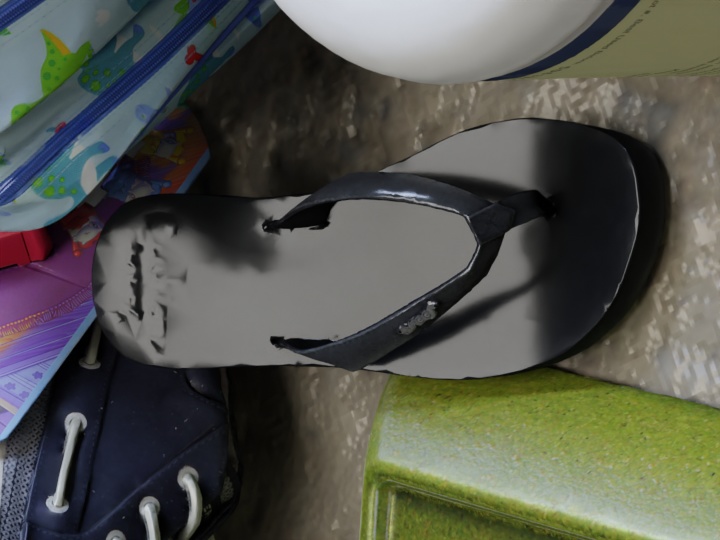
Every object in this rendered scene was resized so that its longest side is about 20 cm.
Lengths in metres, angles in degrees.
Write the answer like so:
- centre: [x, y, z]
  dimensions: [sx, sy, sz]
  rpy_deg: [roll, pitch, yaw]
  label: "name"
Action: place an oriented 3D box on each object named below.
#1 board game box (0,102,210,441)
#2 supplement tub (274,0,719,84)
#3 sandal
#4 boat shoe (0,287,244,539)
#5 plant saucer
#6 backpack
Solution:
- centre: [-0.152, -0.028, 0.952]
  dimensions: [0.158, 0.200, 0.039]
  rpy_deg: [19, 145, 22]
  label: "board game box"
- centre: [0.077, -0.119, 0.700]
  dimensions: [0.145, 0.200, 0.145]
  rpy_deg: [4, 96, 45]
  label: "supplement tub"
- centre: [0.000, 0.001, 0.872]
  dimensions: [0.200, 0.043, 0.076]
  rpy_deg: [-11, 85, 28]
  label: "sandal"
- centre: [-0.086, 0.091, 0.918]
  dimensions: [0.075, 0.092, 0.200]
  rpy_deg: [83, -175, -60]
  label: "boat shoe"
- centre: [0.061, 0.135, 0.845]
  dimensions: [0.200, 0.048, 0.200]
  rpy_deg: [12, 102, 45]
  label: "plant saucer"
- centre: [-0.096, -0.107, 0.886]
  dimensions: [0.163, 0.200, 0.154]
  rpy_deg: [5, 121, 44]
  label: "backpack"
